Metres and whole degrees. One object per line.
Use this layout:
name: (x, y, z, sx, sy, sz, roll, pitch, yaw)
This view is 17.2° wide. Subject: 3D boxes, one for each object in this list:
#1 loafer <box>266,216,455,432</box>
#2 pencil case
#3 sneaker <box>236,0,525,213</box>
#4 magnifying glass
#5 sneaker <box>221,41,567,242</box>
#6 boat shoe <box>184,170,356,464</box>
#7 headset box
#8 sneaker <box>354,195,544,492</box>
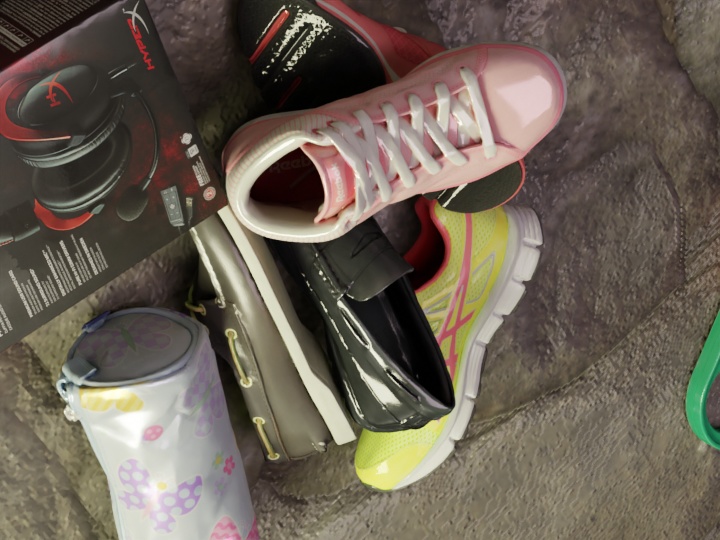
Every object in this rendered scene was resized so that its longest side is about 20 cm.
loafer: (0.000, 0.000, 1.390, 0.068, 0.070, 0.201, -35, 105, -45)
pencil case: (-0.112, 0.120, 1.387, 0.091, 0.083, 0.200, -37, 129, -33)
sneaker: (0.009, -0.111, 1.388, 0.200, 0.087, 0.074, 34, 122, -21)
magnifying glass: (0.265, 0.034, 1.658, 0.080, 0.022, 0.200, -15, 120, -29)
sneaker: (0.018, -0.065, 1.295, 0.200, 0.105, 0.075, -15, 106, 6)
boat shoe: (-0.067, 0.031, 1.389, 0.061, 0.072, 0.201, -24, 118, 5)
headset box: (-0.189, -0.051, 1.262, 0.200, 0.075, 0.149, -33, 126, -19)
sneaker: (0.032, 0.039, 1.468, 0.090, 0.078, 0.200, 21, 93, -30)
